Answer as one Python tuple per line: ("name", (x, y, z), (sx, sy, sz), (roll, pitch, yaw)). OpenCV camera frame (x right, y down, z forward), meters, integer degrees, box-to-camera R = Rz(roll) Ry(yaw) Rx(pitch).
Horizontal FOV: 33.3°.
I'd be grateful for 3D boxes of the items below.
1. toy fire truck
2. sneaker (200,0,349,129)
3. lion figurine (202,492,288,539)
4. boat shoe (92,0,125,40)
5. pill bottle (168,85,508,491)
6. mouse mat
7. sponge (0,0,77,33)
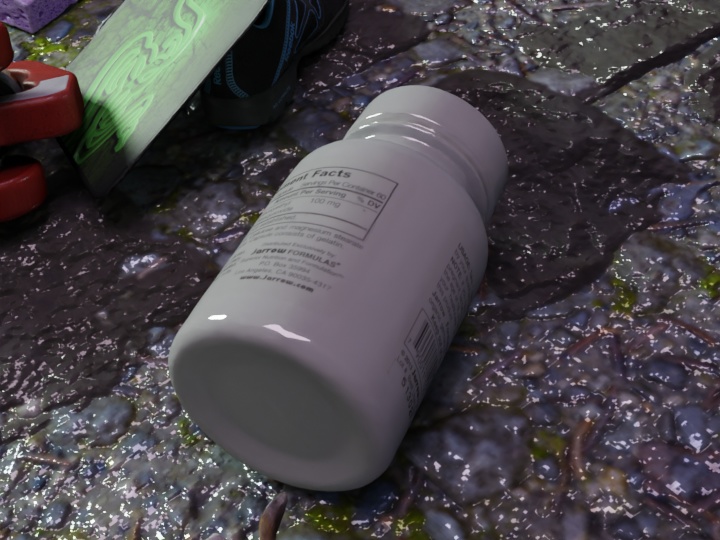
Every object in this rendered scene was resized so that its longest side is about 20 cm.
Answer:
("toy fire truck", (-0.276, -0.100, 0.756), (0.200, 0.112, 0.168), (-12, 26, -6))
("sneaker", (-0.056, -0.184, 0.819), (0.073, 0.082, 0.200), (6, 45, 12))
("lion figurine", (-0.064, 0.184, 0.452), (0.200, 0.072, 0.123), (-36, 85, -35))
("boat shoe", (-0.120, -0.217, 0.871), (0.074, 0.068, 0.199), (29, 55, 31))
("pill bottle", (0.000, 0.000, 0.602), (0.114, 0.114, 0.200), (14, 48, 20))
("mouse mat", (-0.123, -0.149, 0.757), (0.200, 0.008, 0.161), (-50, 39, 5))
("sponge", (-0.234, -0.265, 0.962), (0.111, 0.030, 0.200), (22, 51, 26))
